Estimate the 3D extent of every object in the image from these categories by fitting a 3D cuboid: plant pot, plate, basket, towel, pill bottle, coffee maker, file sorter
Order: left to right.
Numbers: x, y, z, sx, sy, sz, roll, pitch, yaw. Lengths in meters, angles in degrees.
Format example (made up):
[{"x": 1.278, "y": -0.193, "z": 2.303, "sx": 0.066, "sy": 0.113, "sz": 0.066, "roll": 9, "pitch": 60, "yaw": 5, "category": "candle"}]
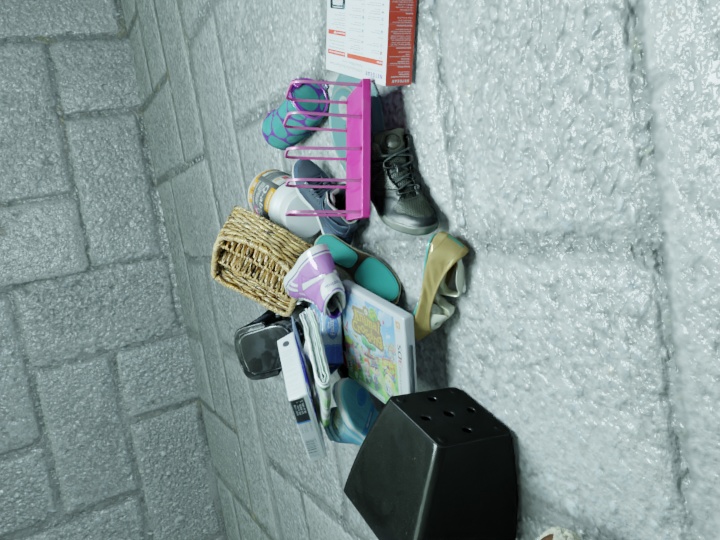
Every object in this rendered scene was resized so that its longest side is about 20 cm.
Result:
[{"x": -0.199, "y": -0.016, "z": 1.284, "sx": 0.198, "sy": 0.151, "sz": 0.143, "roll": 28, "pitch": 170, "yaw": 4, "category": "basket"}, {"x": -0.197, "y": 0.161, "z": 1.405, "sx": 0.191, "sy": 0.200, "sz": 0.135, "roll": -40, "pitch": 89, "yaw": 16, "category": "coffee maker"}, {"x": -0.156, "y": -0.141, "z": 1.352, "sx": 0.199, "sy": 0.114, "sz": 0.119, "roll": 33, "pitch": 130, "yaw": 55, "category": "pill bottle"}, {"x": -0.081, "y": 0.178, "z": 1.135, "sx": 0.201, "sy": 0.030, "sz": 0.151, "roll": 96, "pitch": 162, "yaw": -57, "category": "towel"}, {"x": -0.057, "y": -0.183, "z": 0.997, "sx": 0.139, "sy": 0.123, "sz": 0.205, "roll": -167, "pitch": 77, "yaw": -79, "category": "file sorter"}, {"x": -0.016, "y": -0.254, "z": 1.123, "sx": 0.200, "sy": 0.025, "sz": 0.204, "roll": 39, "pitch": 135, "yaw": 53, "category": "plate"}, {"x": 0.113, "y": 0.287, "z": 0.937, "sx": 0.199, "sy": 0.196, "sz": 0.181, "roll": 33, "pitch": 119, "yaw": 54, "category": "plant pot"}]

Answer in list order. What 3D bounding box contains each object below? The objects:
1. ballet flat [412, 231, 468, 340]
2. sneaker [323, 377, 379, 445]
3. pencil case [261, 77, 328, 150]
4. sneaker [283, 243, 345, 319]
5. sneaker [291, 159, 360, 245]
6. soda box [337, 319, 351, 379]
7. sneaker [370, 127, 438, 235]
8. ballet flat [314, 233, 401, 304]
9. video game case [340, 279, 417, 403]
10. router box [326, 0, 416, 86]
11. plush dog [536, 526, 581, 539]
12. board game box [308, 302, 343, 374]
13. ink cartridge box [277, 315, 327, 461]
[{"x": 0.116, "y": 0.038, "z": 0.949, "sx": 0.062, "sy": 0.069, "sz": 0.203, "roll": 25, "pitch": 132, "yaw": 21, "category": "ballet flat"}, {"x": -0.035, "y": 0.275, "z": 1.215, "sx": 0.129, "sy": 0.080, "sz": 0.202, "roll": -1, "pitch": 134, "yaw": 33, "category": "sneaker"}, {"x": -0.132, "y": -0.308, "z": 1.265, "sx": 0.094, "sy": 0.084, "sz": 0.199, "roll": 61, "pitch": 154, "yaw": -4, "category": "pencil case"}, {"x": -0.080, "y": 0.043, "z": 1.129, "sx": 0.116, "sy": 0.072, "sz": 0.201, "roll": 63, "pitch": 160, "yaw": 10, "category": "sneaker"}, {"x": -0.061, "y": -0.150, "z": 1.184, "sx": 0.204, "sy": 0.076, "sz": 0.147, "roll": 60, "pitch": 161, "yaw": 14, "category": "sneaker"}, {"x": 0.006, "y": 0.130, "z": 1.197, "sx": 0.063, "sy": 0.070, "sz": 0.203, "roll": 49, "pitch": 142, "yaw": 42, "category": "soda box"}, {"x": 0.056, "y": -0.140, "z": 0.971, "sx": 0.200, "sy": 0.075, "sz": 0.116, "roll": -122, "pitch": 25, "yaw": -44, "category": "sneaker"}, {"x": 0.000, "y": 0.000, "z": 1.144, "sx": 0.199, "sy": 0.068, "sz": 0.063, "roll": 39, "pitch": 169, "yaw": 23, "category": "ballet flat"}, {"x": 0.028, "y": 0.129, "z": 1.055, "sx": 0.199, "sy": 0.022, "sz": 0.186, "roll": 27, "pitch": 126, "yaw": 55, "category": "video game case"}, {"x": 0.011, "y": -0.390, "z": 0.973, "sx": 0.200, "sy": 0.048, "sz": 0.183, "roll": 38, "pitch": 132, "yaw": 52, "category": "router box"}, {"x": 0.282, "y": 0.419, "z": 0.736, "sx": 0.174, "sy": 0.157, "sz": 0.202, "roll": 85, "pitch": -176, "yaw": -47, "category": "plush dog"}, {"x": -0.073, "y": 0.101, "z": 1.281, "sx": 0.200, "sy": 0.042, "sz": 0.203, "roll": 123, "pitch": 146, "yaw": -70, "category": "board game box"}, {"x": -0.115, "y": 0.228, "z": 1.238, "sx": 0.202, "sy": 0.043, "sz": 0.200, "roll": -107, "pitch": 4, "yaw": -48, "category": "ink cartridge box"}]
